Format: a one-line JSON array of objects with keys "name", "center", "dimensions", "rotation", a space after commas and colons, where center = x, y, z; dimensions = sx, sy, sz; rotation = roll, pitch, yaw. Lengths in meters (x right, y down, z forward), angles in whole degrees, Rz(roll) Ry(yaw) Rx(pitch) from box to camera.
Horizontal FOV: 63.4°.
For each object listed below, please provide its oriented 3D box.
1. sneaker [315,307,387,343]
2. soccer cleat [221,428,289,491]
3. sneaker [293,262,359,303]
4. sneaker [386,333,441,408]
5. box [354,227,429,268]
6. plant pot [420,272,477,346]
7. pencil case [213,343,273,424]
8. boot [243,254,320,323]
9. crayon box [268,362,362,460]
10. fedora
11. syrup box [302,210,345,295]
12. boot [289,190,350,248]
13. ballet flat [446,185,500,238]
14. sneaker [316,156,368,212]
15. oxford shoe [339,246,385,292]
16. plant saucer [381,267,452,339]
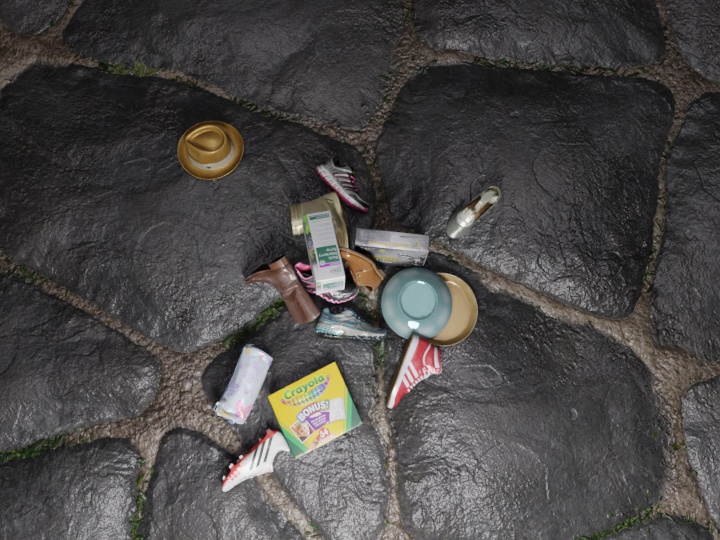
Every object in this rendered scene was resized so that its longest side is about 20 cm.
[{"name": "sneaker", "center": [-0.021, 0.143, 1.577], "dimensions": [0.195, 0.078, 0.088], "rotation": [8, 72, 1]}, {"name": "soccer cleat", "center": [-0.267, 0.496, 1.487], "dimensions": [0.085, 0.069, 0.200], "rotation": [42, 74, 14]}, {"name": "sneaker", "center": [-0.098, 0.025, 1.590], "dimensions": [0.195, 0.096, 0.080], "rotation": [10, 51, 1]}, {"name": "sneaker", "center": [0.147, 0.283, 1.544], "dimensions": [0.111, 0.071, 0.203], "rotation": [23, 87, -5]}, {"name": "box", "center": [0.082, -0.058, 1.587], "dimensions": [0.195, 0.159, 0.049], "rotation": [6, 75, 0]}, {"name": "plant pot", "center": [0.225, 0.109, 1.613], "dimensions": [0.195, 0.028, 0.205], "rotation": [0, 75, 0]}, {"name": "pencil case", "center": [-0.306, 0.297, 1.528], "dimensions": [0.090, 0.083, 0.203], "rotation": [29, 75, -16]}, {"name": "boot", "center": [-0.215, 0.073, 1.597], "dimensions": [0.202, 0.184, 0.064], "rotation": [59, 42, -13]}, {"name": "crayon box", "center": [-0.117, 0.365, 1.525], "dimensions": [0.197, 0.058, 0.175], "rotation": [-26, 77, -7]}, {"name": "fedora", "center": [-0.444, -0.366, 1.701], "dimensions": [0.196, 0.082, 0.205], "rotation": [0, 75, 0]}, {"name": "syrup box", "center": [-0.097, -0.047, 1.529], "dimensions": [0.077, 0.082, 0.204], "rotation": [-10, 64, -9]}, {"name": "boot", "center": [-0.114, -0.114, 1.644], "dimensions": [0.152, 0.073, 0.204], "rotation": [-15, 74, -5]}, {"name": "ballet flat", "center": [0.323, -0.173, 1.668], "dimensions": [0.199, 0.064, 0.068], "rotation": [-41, 79, -10]}, {"name": "sneaker", "center": [-0.037, -0.253, 1.680], "dimensions": [0.087, 0.074, 0.200], "rotation": [-44, 75, -5]}, {"name": "oxford shoe", "center": [0.000, 0.000, 1.560], "dimensions": [0.071, 0.200, 0.072], "rotation": [22, 77, 41]}, {"name": "plant saucer", "center": [0.155, 0.085, 1.585], "dimensions": [0.196, 0.039, 0.206], "rotation": [0, 74, 0]}]
